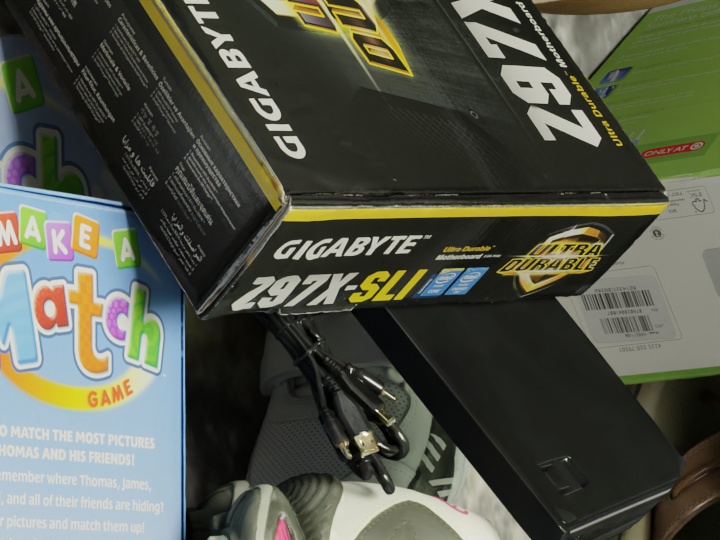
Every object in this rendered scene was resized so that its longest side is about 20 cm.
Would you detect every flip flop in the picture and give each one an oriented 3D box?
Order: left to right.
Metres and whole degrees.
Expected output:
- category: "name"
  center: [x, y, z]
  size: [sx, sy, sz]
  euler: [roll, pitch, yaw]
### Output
- category: "flip flop"
  center: [0.126, 0.100, 1.081]
  size: [0.081, 0.058, 0.200]
  euler: [52, 46, -35]

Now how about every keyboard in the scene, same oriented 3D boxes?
- category: "keyboard"
  center: [0.000, 0.000, 0.806]
  size: [0.127, 0.021, 0.200]
  euler: [-14, 60, -52]

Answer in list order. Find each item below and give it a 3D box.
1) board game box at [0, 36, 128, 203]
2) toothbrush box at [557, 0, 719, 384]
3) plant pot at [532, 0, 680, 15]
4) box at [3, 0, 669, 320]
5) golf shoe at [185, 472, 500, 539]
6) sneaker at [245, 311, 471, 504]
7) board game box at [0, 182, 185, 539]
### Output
- category: "board game box"
  center: [-0.114, 0.039, 0.767]
  size: [0.151, 0.037, 0.200]
  euler: [-8, 90, -54]
- category: "toothbrush box"
  center: [0.159, -0.047, 1.079]
  size: [0.200, 0.146, 0.086]
  euler: [-50, 123, -47]
- category: "plant pot"
  center: [0.089, -0.163, 0.999]
  size: [0.200, 0.186, 0.187]
  euler: [19, 68, -67]
- category: "box"
  center: [-0.024, -0.078, 0.814]
  size: [0.160, 0.049, 0.200]
  euler: [0, 49, -48]
- category: "golf shoe"
  center: [-0.008, 0.155, 0.772]
  size: [0.088, 0.077, 0.200]
  euler: [3, 98, -20]
- category: "sneaker"
  center: [-0.009, 0.003, 0.902]
  size: [0.115, 0.075, 0.200]
  euler: [58, 38, -28]
- category: "board game box"
  center: [-0.102, 0.077, 0.702]
  size: [0.151, 0.037, 0.200]
  euler: [10, 78, -53]
